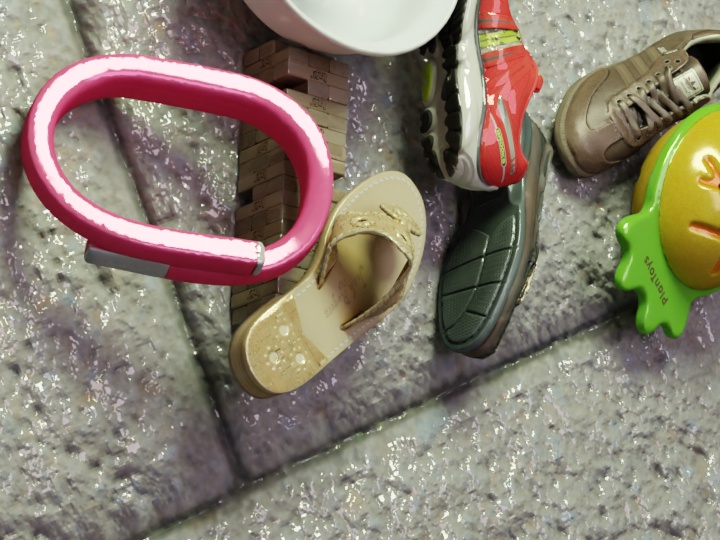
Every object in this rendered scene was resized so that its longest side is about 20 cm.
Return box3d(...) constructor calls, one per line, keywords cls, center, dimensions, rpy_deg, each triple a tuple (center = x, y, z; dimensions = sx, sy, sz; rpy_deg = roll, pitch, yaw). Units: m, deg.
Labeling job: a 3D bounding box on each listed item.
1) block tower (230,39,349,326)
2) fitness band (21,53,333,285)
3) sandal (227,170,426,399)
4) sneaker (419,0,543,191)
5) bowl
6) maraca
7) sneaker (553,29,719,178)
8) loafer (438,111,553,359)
box3d(cls="block tower", center=(-0.046, -0.052, 1.455), dimensions=(0.058, 0.054, 0.201), rpy_deg=(13, 69, -37))
box3d(cls="fitness band", center=(-0.113, -0.065, 1.368), dimensions=(0.199, 0.037, 0.144), rpy_deg=(10, 60, -16))
box3d(cls="sandal", center=(0.003, 0.005, 1.398), dimensions=(0.078, 0.069, 0.212), rpy_deg=(55, 50, -15))
box3d(cls="sneaker", center=(0.090, -0.153, 1.549), dimensions=(0.085, 0.077, 0.201), rpy_deg=(9, 79, -29))
box3d(cls="bowl", center=(-0.030, -0.228, 1.491), dimensions=(0.200, 0.090, 0.202), rpy_deg=(15, 66, -37))
box3d(cls="maraca", center=(0.255, -0.039, 1.673), dimensions=(0.200, 0.107, 0.137), rpy_deg=(-50, 123, -29))
box3d(cls="sneaker", center=(0.225, -0.140, 1.694), dimensions=(0.200, 0.075, 0.071), rpy_deg=(-40, 104, -40))
box3d(cls="loafer", center=(0.107, -0.024, 1.569), dimensions=(0.063, 0.072, 0.201), rpy_deg=(32, 57, -36))
